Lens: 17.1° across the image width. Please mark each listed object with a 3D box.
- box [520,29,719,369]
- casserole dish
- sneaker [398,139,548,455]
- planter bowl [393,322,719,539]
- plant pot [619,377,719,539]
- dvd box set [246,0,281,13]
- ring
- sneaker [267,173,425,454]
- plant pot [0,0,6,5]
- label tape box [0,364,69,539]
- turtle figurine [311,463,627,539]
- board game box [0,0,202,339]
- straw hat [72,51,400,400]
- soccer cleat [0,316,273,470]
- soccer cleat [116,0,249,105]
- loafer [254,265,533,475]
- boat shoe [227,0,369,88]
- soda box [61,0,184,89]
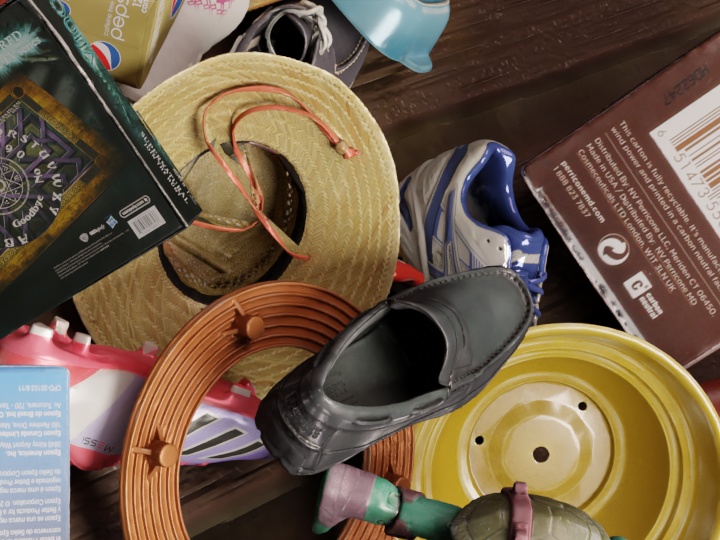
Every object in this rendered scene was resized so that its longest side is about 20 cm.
[{"bbox_3d":[0.231,-0.052,1.551,0.166,0.164,0.200,56,18,3],"label":"box"},{"bbox_3d":[-0.010,-0.213,1.539,0.200,0.039,0.121,51,20,6],"label":"casserole dish"},{"bbox_3d":[0.078,0.014,1.470,0.075,0.088,0.201,1,64,-44],"label":"sneaker"},{"bbox_3d":[0.111,0.118,1.400,0.200,0.200,0.083,43,7,-12],"label":"planter bowl"},{"bbox_3d":[0.257,0.141,1.484,0.195,0.201,0.202,-7,68,-37],"label":"plant pot"},{"bbox_3d":[-0.031,-0.248,1.467,0.029,0.199,0.147,-152,-139,-88],"label":"dvd box set"},{"bbox_3d":[-0.042,0.106,1.273,0.200,0.019,0.201,-6,99,-42],"label":"ring"},{"bbox_3d":[0.000,0.000,1.401,0.070,0.093,0.201,9,58,-39],"label":"sneaker"},{"bbox_3d":[-0.235,-0.182,1.197,0.200,0.195,0.202,12,54,-18],"label":"plant pot"},{"bbox_3d":[-0.210,0.144,1.122,0.143,0.066,0.201,2,88,-42],"label":"label tape box"},{"bbox_3d":[0.073,0.157,1.241,0.199,0.101,0.150,12,26,-3],"label":"turtle figurine"},{"bbox_3d":[-0.192,-0.034,1.155,0.136,0.200,0.028,56,23,-10],"label":"board game box"},{"bbox_3d":[-0.075,-0.032,1.344,0.201,0.201,0.085,32,7,-23],"label":"straw hat"},{"bbox_3d":[-0.122,0.077,1.267,0.199,0.077,0.067,20,7,-39],"label":"soccer cleat"},{"bbox_3d":[-0.130,-0.113,1.377,0.200,0.070,0.086,-24,72,-40],"label":"soccer cleat"},{"bbox_3d":[0.030,0.045,1.261,0.200,0.070,0.068,-29,80,-42],"label":"loafer"},{"bbox_3d":[-0.038,-0.131,1.477,0.073,0.063,0.200,49,40,-1],"label":"boat shoe"},{"bbox_3d":[-0.123,-0.190,1.353,0.067,0.064,0.200,18,39,1],"label":"soda box"}]
